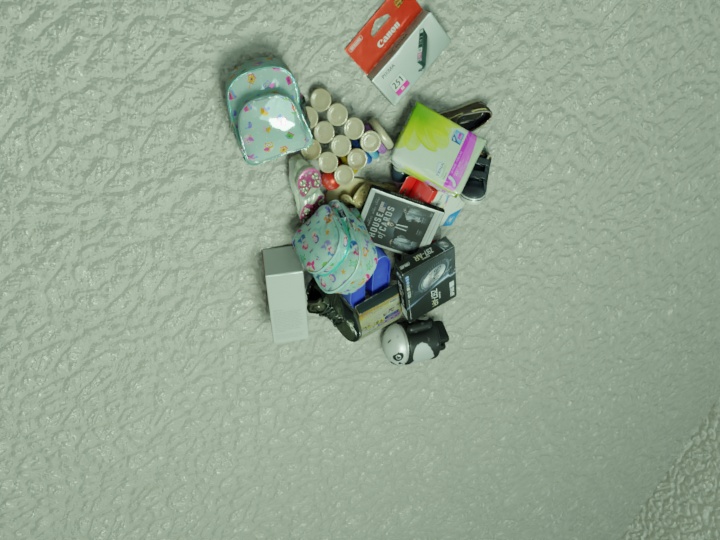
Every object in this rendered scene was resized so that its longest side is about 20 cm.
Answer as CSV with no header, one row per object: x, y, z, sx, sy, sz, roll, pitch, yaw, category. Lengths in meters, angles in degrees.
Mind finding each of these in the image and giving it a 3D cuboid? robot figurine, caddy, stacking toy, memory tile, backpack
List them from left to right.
-0.200,-0.341,1.386,0.170,0.154,0.205,-16,116,0,backpack
-0.065,-0.305,1.501,0.198,0.017,0.154,37,108,-14,memory tile
-0.058,-0.049,1.561,0.177,0.203,0.149,-40,157,26,backpack
-0.018,-0.271,1.561,0.198,0.086,0.085,-38,127,9,stacking toy
0.000,0.000,1.711,0.139,0.105,0.203,-25,143,-25,caddy
0.159,0.207,1.897,0.194,0.124,0.155,-9,105,-19,robot figurine

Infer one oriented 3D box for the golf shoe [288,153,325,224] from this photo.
-0.133,-0.194,1.560,0.074,0.092,0.202,-26,150,-20,golf shoe

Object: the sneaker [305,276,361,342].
-0.075,0.108,1.658,0.075,0.114,0.203,-26,96,34,sneaker

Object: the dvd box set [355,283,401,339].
0.050,0.115,1.785,0.144,0.030,0.201,-29,158,-13,dvd box set

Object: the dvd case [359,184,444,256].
0.092,-0.117,1.615,0.194,0.025,0.153,16,124,-11,dvd case

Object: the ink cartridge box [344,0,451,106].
0.087,-0.511,1.478,0.200,0.044,0.173,-47,128,8,ink cartridge box

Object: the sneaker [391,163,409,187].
0.167,-0.265,1.660,0.194,0.071,0.083,-11,141,-14,sneaker

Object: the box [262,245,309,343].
-0.189,0.060,1.645,0.094,0.125,0.205,-7,122,-8,box

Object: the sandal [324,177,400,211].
0.018,-0.183,1.630,0.205,0.070,0.080,-2,121,-23,sandal

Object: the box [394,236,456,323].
0.173,0.027,1.690,0.157,0.044,0.203,-27,140,-13,box

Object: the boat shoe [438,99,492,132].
0.236,-0.361,1.624,0.195,0.060,0.073,-26,127,-8,boat shoe

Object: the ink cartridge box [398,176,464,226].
0.178,-0.176,1.660,0.196,0.068,0.118,-7,137,-42,ink cartridge box

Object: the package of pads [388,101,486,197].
0.181,-0.284,1.563,0.196,0.068,0.158,28,88,-1,package of pads

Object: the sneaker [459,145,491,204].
0.288,-0.250,1.641,0.076,0.203,0.081,9,131,7,sneaker

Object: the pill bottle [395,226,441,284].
0.153,-0.029,1.756,0.110,0.115,0.205,-8,124,-19,pill bottle
